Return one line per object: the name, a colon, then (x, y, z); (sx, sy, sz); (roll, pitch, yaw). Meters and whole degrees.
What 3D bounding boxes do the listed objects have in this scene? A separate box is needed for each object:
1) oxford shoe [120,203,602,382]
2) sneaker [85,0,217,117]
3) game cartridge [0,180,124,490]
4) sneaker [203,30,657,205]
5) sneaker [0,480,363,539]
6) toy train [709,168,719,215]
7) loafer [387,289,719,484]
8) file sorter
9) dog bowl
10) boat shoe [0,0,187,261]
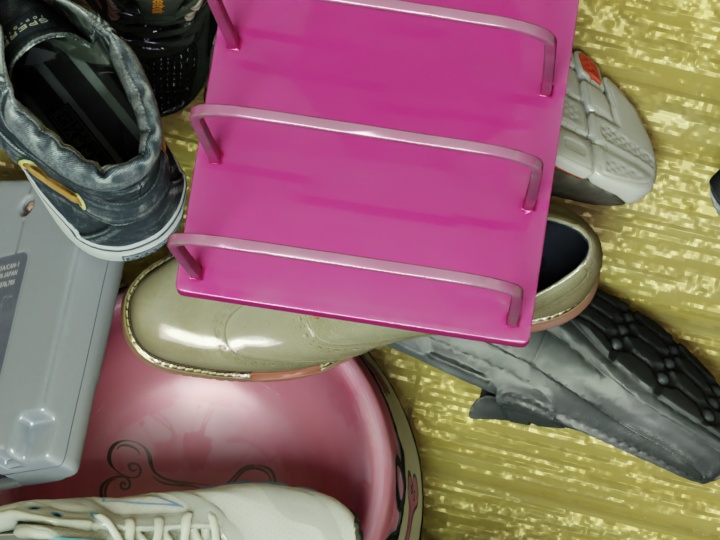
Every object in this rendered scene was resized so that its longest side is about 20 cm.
oxford shoe: (0.000, 0.000, 1.102); (0.200, 0.074, 0.071); (-11, 82, -2)
sneaker: (-0.088, -0.128, 1.086); (0.080, 0.086, 0.200); (-7, 140, -5)
game cartridge: (-0.176, 0.031, 1.144); (0.200, 0.133, 0.041); (-11, 153, 42)
sneaker: (0.026, -0.066, 1.144); (0.200, 0.077, 0.082); (21, 132, -13)
sneaker: (-0.096, 0.120, 1.065); (0.200, 0.087, 0.075); (-9, 74, -6)
toy train: (0.237, -0.073, 1.108); (0.114, 0.087, 0.200); (39, 112, -16)
loafer: (0.073, 0.037, 1.176); (0.201, 0.068, 0.070); (31, 116, 1)
file sorter: (0.011, -0.086, 1.013); (0.139, 0.125, 0.200); (9, 83, 2)
dog bowl: (-0.071, 0.091, 1.154); (0.200, 0.074, 0.200); (0, 77, -2)
boat shoe: (-0.136, -0.098, 1.059); (0.071, 0.091, 0.200); (-37, 75, -13)
